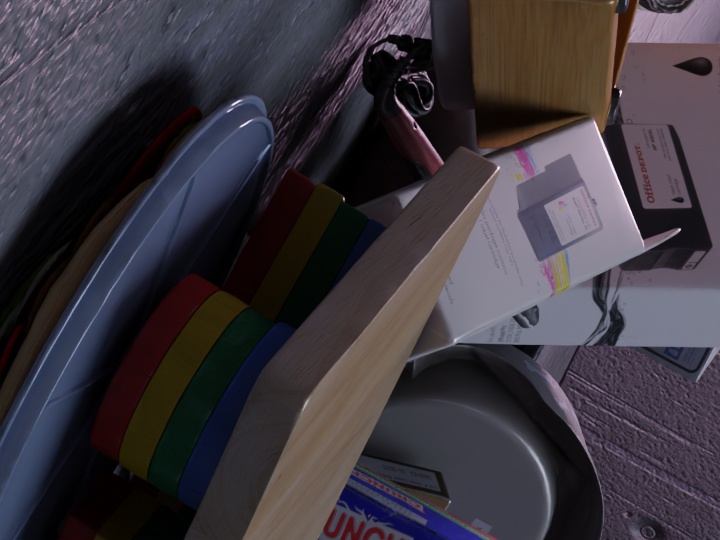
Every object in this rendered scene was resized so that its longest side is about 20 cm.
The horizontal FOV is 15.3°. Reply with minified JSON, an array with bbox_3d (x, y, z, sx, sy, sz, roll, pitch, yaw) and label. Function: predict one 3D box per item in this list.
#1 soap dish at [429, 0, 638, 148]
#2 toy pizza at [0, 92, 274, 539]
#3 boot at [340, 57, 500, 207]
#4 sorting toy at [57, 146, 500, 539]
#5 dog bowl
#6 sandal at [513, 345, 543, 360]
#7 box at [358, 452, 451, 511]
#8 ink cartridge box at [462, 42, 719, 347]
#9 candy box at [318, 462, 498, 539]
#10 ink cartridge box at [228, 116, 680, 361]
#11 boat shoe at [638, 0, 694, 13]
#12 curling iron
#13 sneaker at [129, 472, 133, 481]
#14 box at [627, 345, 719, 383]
[{"bbox_3d":[0.086,-0.150,1.134,0.200,0.081,0.158,76,29,-74],"label":"soap dish"},{"bbox_3d":[-0.091,0.023,0.917,0.201,0.032,0.200,-59,173,-11],"label":"toy pizza"},{"bbox_3d":[0.000,0.000,1.273,0.166,0.072,0.201,-37,149,-58],"label":"boot"},{"bbox_3d":[-0.046,0.060,0.971,0.199,0.069,0.200,-65,171,31],"label":"sorting toy"},{"bbox_3d":[0.038,0.116,1.502,0.059,0.199,0.201,-81,-167,-56],"label":"dog bowl"},{"bbox_3d":[0.049,0.076,1.579,0.200,0.045,0.075,-43,-171,50],"label":"sandal"},{"bbox_3d":[-0.044,0.184,1.472,0.032,0.121,0.201,-110,-140,-55],"label":"box"},{"bbox_3d":[0.141,-0.040,1.411,0.084,0.199,0.145,94,-4,-67],"label":"ink cartridge box"},{"bbox_3d":[-0.037,0.194,1.357,0.201,0.169,0.077,-62,175,9],"label":"candy box"},{"bbox_3d":[0.040,-0.008,1.154,0.117,0.068,0.200,-22,-179,37],"label":"ink cartridge box"},{"bbox_3d":[0.182,-0.230,1.459,0.061,0.071,0.202,-135,-133,-55],"label":"boat shoe"},{"bbox_3d":[0.050,-0.037,1.257,0.050,0.025,0.200,-54,137,-24],"label":"curling iron"},{"bbox_3d":[-0.059,0.104,1.191,0.075,0.088,0.201,-49,163,-52],"label":"sneaker"},{"bbox_3d":[0.123,-0.020,1.514,0.060,0.199,0.117,-64,170,15],"label":"box"}]
